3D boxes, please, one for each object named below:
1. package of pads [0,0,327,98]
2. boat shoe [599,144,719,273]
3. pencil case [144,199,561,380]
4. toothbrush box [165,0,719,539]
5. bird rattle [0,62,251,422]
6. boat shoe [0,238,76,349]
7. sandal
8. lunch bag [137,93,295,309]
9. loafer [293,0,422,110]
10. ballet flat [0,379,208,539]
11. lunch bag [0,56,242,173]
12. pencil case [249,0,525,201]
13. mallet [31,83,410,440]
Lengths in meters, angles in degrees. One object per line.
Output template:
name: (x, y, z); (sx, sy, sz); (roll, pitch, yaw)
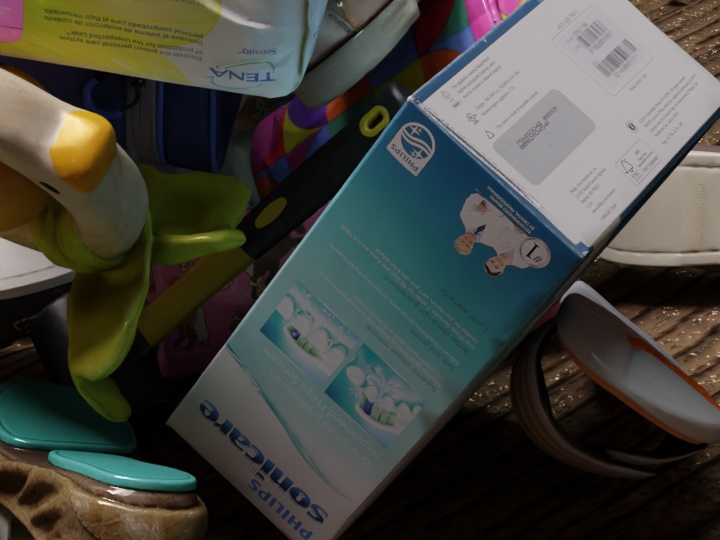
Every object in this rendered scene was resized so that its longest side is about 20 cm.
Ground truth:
package of pads: (-0.104, -0.139, 0.850); (0.198, 0.069, 0.155); (9, 34, 1)
boat shoe: (0.198, -0.024, 1.031); (0.198, 0.072, 0.059); (7, 11, 18)
pencil case: (0.000, 0.000, 1.024); (0.198, 0.083, 0.087); (-7, 50, 1)
toothbrush box: (0.033, -0.003, 0.858); (0.085, 0.200, 0.146); (42, 41, 5)
bird rattle: (-0.141, -0.045, 0.848); (0.199, 0.163, 0.113); (31, 72, 11)
boat shoe: (-0.179, 0.010, 1.037); (0.199, 0.061, 0.074); (-14, 39, 23)
sandal: (0.097, 0.052, 0.895); (0.079, 0.059, 0.207); (39, 5, 2)
lunch bag: (-0.133, -0.058, 1.154); (0.169, 0.123, 0.200); (3, 30, 26)
loafer: (-0.004, -0.131, 0.993); (0.072, 0.063, 0.200); (-37, 10, 20)
ballet flat: (-0.106, 0.093, 0.835); (0.067, 0.073, 0.200); (8, 5, -24)
lunch bag: (-0.100, -0.129, 1.014); (0.131, 0.137, 0.200); (3, 28, 1)
pencil case: (0.033, -0.078, 1.072); (0.199, 0.089, 0.088); (-28, 4, 43)
mallet: (-0.059, -0.014, 0.938); (0.066, 0.200, 0.041); (48, 14, 21)
